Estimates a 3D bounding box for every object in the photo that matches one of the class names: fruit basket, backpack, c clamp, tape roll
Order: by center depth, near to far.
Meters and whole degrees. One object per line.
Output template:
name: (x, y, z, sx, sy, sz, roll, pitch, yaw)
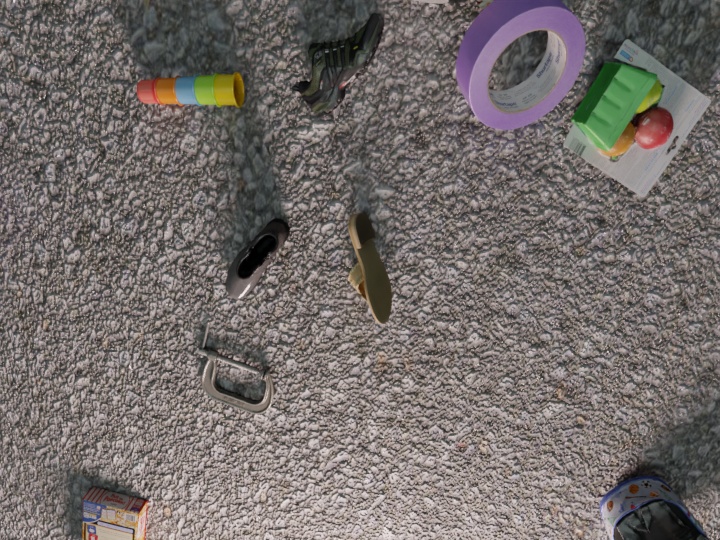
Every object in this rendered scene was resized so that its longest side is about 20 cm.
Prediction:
tape roll: (0.254, -0.333, 0.851, 0.192, 0.067, 0.204, -11, 140, -9)
fruit basket: (0.468, -0.254, 0.909, 0.194, 0.094, 0.189, 23, 110, -18)
backpack: (0.596, 0.522, 1.097, 0.198, 0.155, 0.192, -37, 109, 10)
c clamp: (-0.273, 0.227, 1.162, 0.194, 0.027, 0.176, 24, 109, -1)

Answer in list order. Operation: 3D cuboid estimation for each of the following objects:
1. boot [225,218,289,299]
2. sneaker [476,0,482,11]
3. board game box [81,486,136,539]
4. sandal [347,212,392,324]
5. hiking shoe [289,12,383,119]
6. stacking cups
boot: (-0.217, -0.010, 1.025, 0.069, 0.132, 0.202, 34, 108, -7)
sneaker: (0.206, -0.433, 0.820, 0.074, 0.196, 0.093, 21, 126, 42)
board game box: (-0.617, 0.655, 1.327, 0.145, 0.046, 0.208, 13, 109, 2)
sandal: (0.003, -0.002, 1.051, 0.068, 0.077, 0.220, -6, 102, 41)
hiking shoe: (-0.041, -0.369, 0.920, 0.100, 0.076, 0.201, 37, 109, -10)
stacking cups: (-0.313, -0.333, 0.978, 0.191, 0.061, 0.063, 4, 109, 10)
